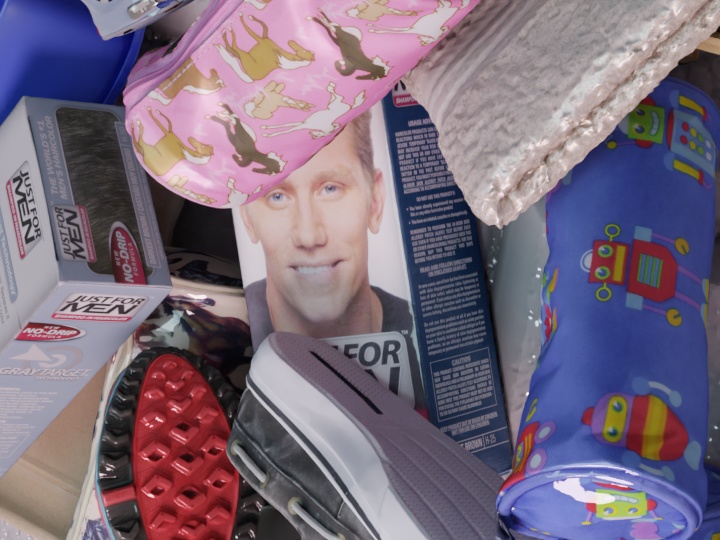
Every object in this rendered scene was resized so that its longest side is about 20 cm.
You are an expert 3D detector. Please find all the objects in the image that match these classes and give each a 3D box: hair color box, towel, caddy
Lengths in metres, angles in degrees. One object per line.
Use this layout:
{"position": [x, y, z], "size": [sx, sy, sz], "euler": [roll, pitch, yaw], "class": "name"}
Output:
{"position": [0.000, 0.000, 1.189], "size": [0.100, 0.060, 0.201], "euler": [-7, 92, 39], "class": "hair color box"}
{"position": [-0.166, 0.015, 1.245], "size": [0.200, 0.060, 0.099], "euler": [-45, 51, 45], "class": "hair color box"}
{"position": [0.098, -0.119, 1.041], "size": [0.200, 0.034, 0.133], "euler": [-44, 35, 15], "class": "towel"}
{"position": [-0.188, -0.102, 1.286], "size": [0.200, 0.105, 0.142], "euler": [-32, 49, 29], "class": "caddy"}

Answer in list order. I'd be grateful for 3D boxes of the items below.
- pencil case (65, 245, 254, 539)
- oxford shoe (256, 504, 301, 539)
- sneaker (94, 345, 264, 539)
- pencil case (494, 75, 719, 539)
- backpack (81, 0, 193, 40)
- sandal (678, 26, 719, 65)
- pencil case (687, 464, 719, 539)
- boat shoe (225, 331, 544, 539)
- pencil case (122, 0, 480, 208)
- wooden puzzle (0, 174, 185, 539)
{"position": [-0.095, 0.081, 1.259], "size": [0.078, 0.089, 0.201], "euler": [31, 114, 44], "class": "pencil case"}
{"position": [-0.017, 0.171, 1.206], "size": [0.200, 0.058, 0.075], "euler": [47, 133, 49], "class": "oxford shoe"}
{"position": [-0.090, 0.136, 1.193], "size": [0.095, 0.079, 0.201], "euler": [-20, 76, 63], "class": "sneaker"}
{"position": [0.101, 0.019, 1.042], "size": [0.087, 0.078, 0.201], "euler": [105, 174, -59], "class": "pencil case"}
{"position": [-0.072, -0.202, 1.138], "size": [0.190, 0.200, 0.154], "euler": [-31, 109, 30], "class": "backpack"}
{"position": [0.155, -0.115, 1.038], "size": [0.211, 0.077, 0.070], "euler": [5, 96, 45], "class": "sandal"}
{"position": [0.104, 0.171, 1.115], "size": [0.087, 0.078, 0.201], "euler": [-133, 49, -61], "class": "pencil case"}
{"position": [0.011, 0.103, 1.102], "size": [0.200, 0.072, 0.071], "euler": [45, 119, 47], "class": "boat shoe"}
{"position": [-0.025, -0.097, 1.073], "size": [0.087, 0.083, 0.200], "euler": [47, 142, -1], "class": "pencil case"}
{"position": [-0.171, 0.023, 1.350], "size": [0.185, 0.037, 0.201], "euler": [24, 107, 34], "class": "wooden puzzle"}
